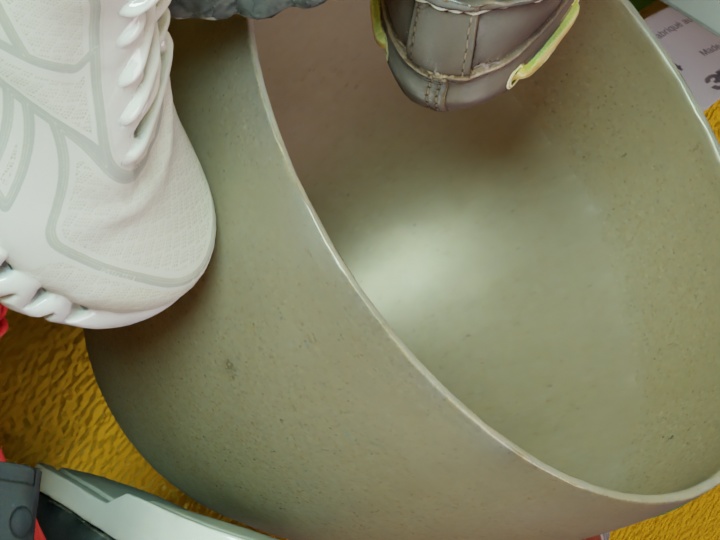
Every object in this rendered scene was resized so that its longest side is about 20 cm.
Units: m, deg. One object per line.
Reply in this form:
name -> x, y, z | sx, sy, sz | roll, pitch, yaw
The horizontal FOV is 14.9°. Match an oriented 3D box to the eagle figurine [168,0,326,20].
eagle figurine -> 0.010, -0.153, 0.620 | 0.200, 0.152, 0.151 | -30, -173, -31

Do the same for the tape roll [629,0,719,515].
tape roll -> 0.098, -0.017, 0.897 | 0.048, 0.200, 0.201 | 32, 94, -24

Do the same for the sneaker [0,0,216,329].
sneaker -> -0.070, -0.057, 0.592 | 0.200, 0.081, 0.075 | 58, 30, -47

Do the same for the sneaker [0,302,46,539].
sneaker -> -0.103, 0.021, 0.647 | 0.085, 0.077, 0.201 | -49, 130, -36

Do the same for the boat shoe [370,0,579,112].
boat shoe -> 0.043, -0.118, 0.744 | 0.200, 0.072, 0.060 | -71, 174, -51

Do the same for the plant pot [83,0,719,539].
plant pot -> 0.000, 0.000, 0.767 | 0.134, 0.201, 0.200 | -34, 170, 35

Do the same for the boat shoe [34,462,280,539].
boat shoe -> -0.060, 0.093, 0.758 | 0.200, 0.075, 0.061 | 171, -62, -78

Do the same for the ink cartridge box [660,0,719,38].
ink cartridge box -> 0.162, -0.126, 0.847 | 0.176, 0.200, 0.045 | -36, 150, -35

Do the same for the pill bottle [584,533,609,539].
pill bottle -> 0.024, 0.133, 0.940 | 0.200, 0.112, 0.113 | -75, 179, -52

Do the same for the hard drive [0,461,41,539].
hard drive -> -0.133, 0.130, 0.540 | 0.139, 0.033, 0.201 | 14, 78, -45
